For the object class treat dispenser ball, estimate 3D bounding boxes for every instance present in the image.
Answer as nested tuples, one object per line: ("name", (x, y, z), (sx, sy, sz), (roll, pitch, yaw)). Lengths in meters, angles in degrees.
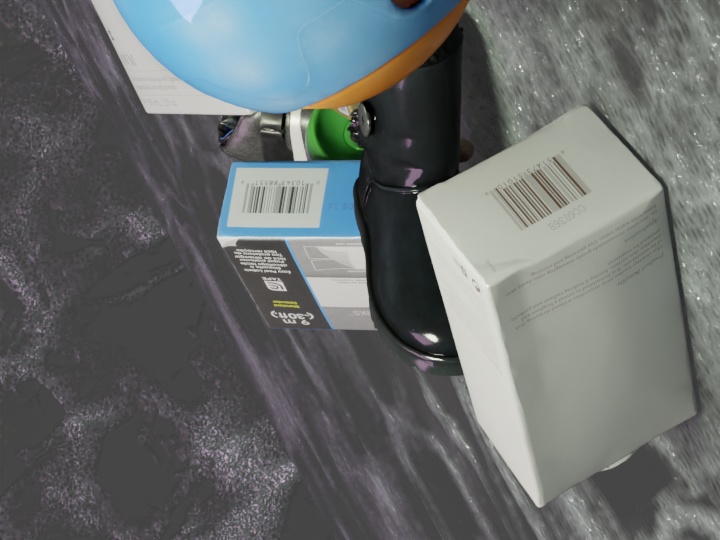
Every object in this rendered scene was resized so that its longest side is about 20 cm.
("treat dispenser ball", (-0.034, -0.179, 1.135), (0.202, 0.200, 0.201), (58, 170, 16))

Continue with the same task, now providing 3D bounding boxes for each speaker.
("speaker", (0.007, -0.057, 1.624), (0.089, 0.088, 0.200), (57, 170, 23))

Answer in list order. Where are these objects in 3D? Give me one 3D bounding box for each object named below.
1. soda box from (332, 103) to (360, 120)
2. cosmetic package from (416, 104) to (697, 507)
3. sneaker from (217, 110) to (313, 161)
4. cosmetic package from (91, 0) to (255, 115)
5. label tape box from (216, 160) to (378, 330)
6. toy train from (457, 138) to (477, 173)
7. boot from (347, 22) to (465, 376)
("soda box", (-0.024, -0.196, 1.408), (0.064, 0.068, 0.201), (33, 152, 44))
("cosmetic package", (0.110, 0.023, 1.226), (0.081, 0.112, 0.201), (53, 165, 39))
("sneaker", (-0.055, -0.089, 1.750), (0.200, 0.111, 0.074), (98, -175, -64))
("cosmetic package", (-0.110, -0.221, 1.560), (0.199, 0.122, 0.201), (8, 126, 64))
("label tape box", (0.000, 0.000, 1.564), (0.200, 0.143, 0.064), (64, -149, -58))
("toy train", (0.092, -0.007, 1.399), (0.151, 0.055, 0.200), (62, 171, -6))
("boot", (0.034, -0.059, 1.341), (0.201, 0.076, 0.169), (-109, 13, -49))
